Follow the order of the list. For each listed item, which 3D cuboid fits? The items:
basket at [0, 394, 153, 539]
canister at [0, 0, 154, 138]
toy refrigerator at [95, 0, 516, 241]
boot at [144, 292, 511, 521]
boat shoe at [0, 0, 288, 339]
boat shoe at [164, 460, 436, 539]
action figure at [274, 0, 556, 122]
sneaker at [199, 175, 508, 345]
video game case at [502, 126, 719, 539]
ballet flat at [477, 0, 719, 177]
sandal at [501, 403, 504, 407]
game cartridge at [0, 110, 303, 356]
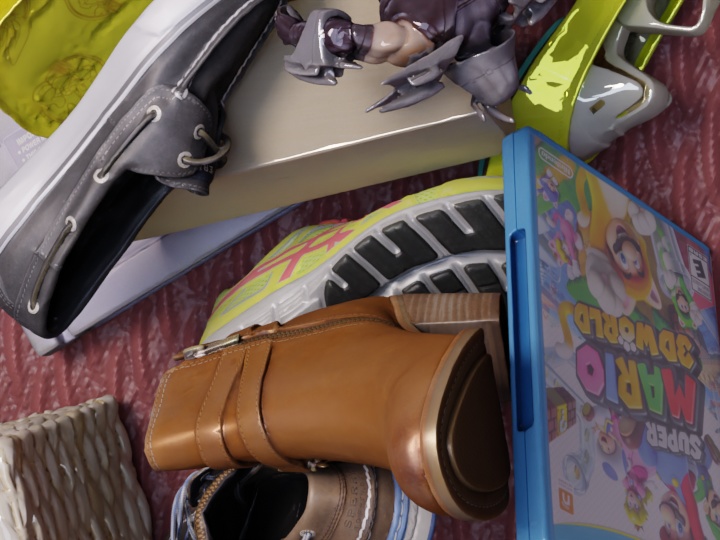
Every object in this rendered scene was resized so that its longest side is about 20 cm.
[{"bbox_3d":[-0.189,0.178,0.929,0.160,0.198,0.201,-14,91,10],"label":"basket"},{"bbox_3d":[-0.155,-0.174,0.905,0.149,0.087,0.200,-45,52,1],"label":"canister"},{"bbox_3d":[-0.033,-0.075,0.902,0.199,0.070,0.076,-13,73,16],"label":"toy refrigerator"},{"bbox_3d":[-0.017,0.063,0.802,0.154,0.200,0.074,-8,100,8],"label":"boot"},{"bbox_3d":[-0.092,-0.052,0.844,0.200,0.070,0.066,-46,74,5],"label":"boat shoe"},{"bbox_3d":[-0.049,0.118,0.914,0.200,0.072,0.073,-28,51,49],"label":"boat shoe"},{"bbox_3d":[0.004,-0.141,0.808,0.200,0.130,0.069,52,139,2],"label":"action figure"},{"bbox_3d":[0.000,0.000,0.933,0.199,0.090,0.078,-26,121,16],"label":"sneaker"},{"bbox_3d":[0.115,0.050,0.847,0.018,0.143,0.201,-25,51,36],"label":"video game case"},{"bbox_3d":[0.125,-0.111,0.908,0.067,0.067,0.201,32,97,29],"label":"ballet flat"},{"bbox_3d":[0.031,0.086,0.944,0.043,0.076,0.201,33,89,6],"label":"sandal"},{"bbox_3d":[-0.109,-0.061,0.980,0.199,0.038,0.130,-30,84,12],"label":"game cartridge"}]
